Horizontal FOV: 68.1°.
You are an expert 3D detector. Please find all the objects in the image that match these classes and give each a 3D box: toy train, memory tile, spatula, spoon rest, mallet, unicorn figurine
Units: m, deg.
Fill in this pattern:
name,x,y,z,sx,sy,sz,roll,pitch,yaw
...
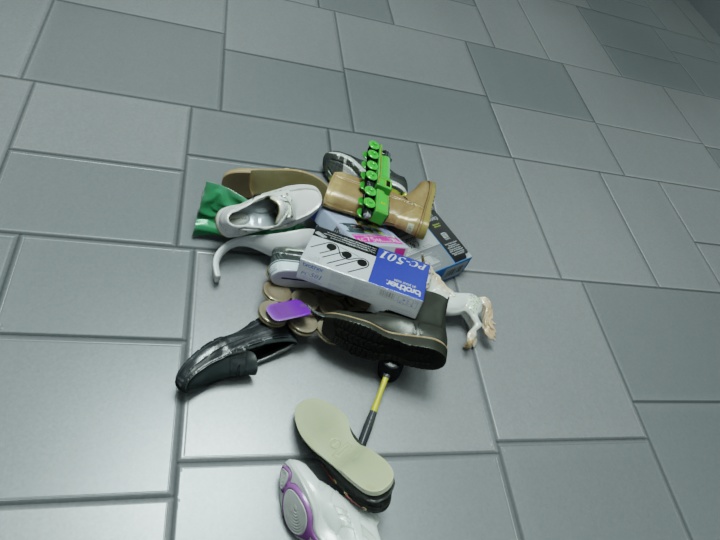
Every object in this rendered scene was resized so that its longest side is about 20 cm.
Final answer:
name,x,y,z,sx,sy,sz,roll,pitch,yaw
toy train,0.030,-0.164,0.972,0.056,0.042,0.200,19,48,-16
memory tile,-0.073,0.062,0.906,0.200,0.017,0.153,19,36,-16
spatula,-0.058,0.069,0.871,0.200,0.021,0.057,8,17,-36
spoon rest,-0.168,-0.039,0.940,0.200,0.099,0.061,-19,81,-23
mallet,0.022,0.222,0.850,0.041,0.066,0.200,20,65,7
unicorn figurine,0.159,0.064,0.970,0.200,0.074,0.138,15,74,-31

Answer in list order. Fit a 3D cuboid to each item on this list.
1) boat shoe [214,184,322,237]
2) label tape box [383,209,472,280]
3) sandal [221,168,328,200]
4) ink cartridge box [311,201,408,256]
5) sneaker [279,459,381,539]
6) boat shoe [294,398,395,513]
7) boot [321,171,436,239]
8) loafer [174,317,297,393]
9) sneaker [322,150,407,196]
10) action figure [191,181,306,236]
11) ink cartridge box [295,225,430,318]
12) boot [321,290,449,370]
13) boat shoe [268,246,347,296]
name,x,y,z,sx,sy,sz,roll,pitch,yaw
boat shoe,-0.145,-0.102,0.913,0.200,0.069,0.071,-23,100,-28
label tape box,0.106,-0.064,1.073,0.143,0.066,0.200,-20,65,-32
sandal,-0.163,-0.179,1.056,0.211,0.078,0.070,5,34,-6
ink cartridge box,-0.013,-0.082,1.000,0.119,0.042,0.200,1,29,-38
sneaker,-0.036,0.340,0.725,0.200,0.075,0.100,49,34,19
boat shoe,-0.030,0.260,0.759,0.074,0.063,0.201,-25,41,-31
boot,0.041,-0.149,1.027,0.200,0.066,0.175,19,37,-2
loafer,-0.184,0.132,0.814,0.200,0.068,0.070,-28,60,-38
sneaker,0.012,-0.200,1.148,0.200,0.075,0.085,29,34,-1
action figure,-0.193,-0.092,0.972,0.200,0.118,0.055,14,38,-21
ink cartridge box,0.007,0.001,0.854,0.200,0.044,0.094,19,40,0
boot,0.047,0.076,0.872,0.200,0.078,0.138,18,45,-1
boat shoe,-0.058,-0.006,0.914,0.200,0.072,0.071,11,56,-25
